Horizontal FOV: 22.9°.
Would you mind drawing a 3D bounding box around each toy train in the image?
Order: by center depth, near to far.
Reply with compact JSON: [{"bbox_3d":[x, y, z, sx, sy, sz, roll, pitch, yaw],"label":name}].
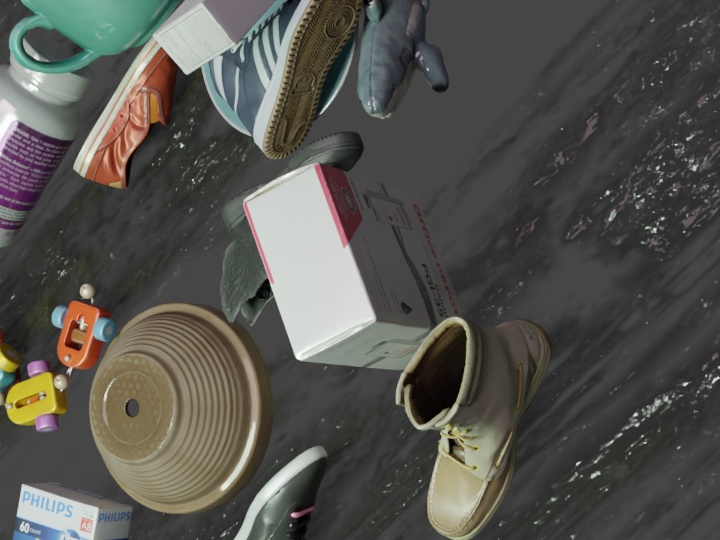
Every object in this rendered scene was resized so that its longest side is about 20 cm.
[{"bbox_3d":[-0.323,0.081,1.780,0.199,0.056,0.151,9,86,33],"label":"toy train"}]

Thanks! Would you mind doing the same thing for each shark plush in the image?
[{"bbox_3d":[0.030,-0.234,1.581,0.090,0.083,0.202,8,91,30],"label":"shark plush"}]

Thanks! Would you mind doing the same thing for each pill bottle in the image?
[{"bbox_3d":[-0.349,-0.133,1.777,0.112,0.112,0.201,42,107,25],"label":"pill bottle"}]

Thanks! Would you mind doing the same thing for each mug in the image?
[{"bbox_3d":[-0.243,-0.272,1.705,0.114,0.152,0.185,36,119,-19],"label":"mug"}]

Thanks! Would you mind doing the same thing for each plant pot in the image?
[{"bbox_3d":[-0.187,0.130,1.677,0.200,0.093,0.203,-2,86,29],"label":"plant pot"}]

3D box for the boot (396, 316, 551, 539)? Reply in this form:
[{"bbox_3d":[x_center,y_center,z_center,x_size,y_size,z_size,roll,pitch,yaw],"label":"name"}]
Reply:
[{"bbox_3d":[0.079,0.133,1.485,0.072,0.154,0.201,25,99,29],"label":"boot"}]

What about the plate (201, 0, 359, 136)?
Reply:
[{"bbox_3d":[-0.072,-0.222,1.661,0.199,0.025,0.202,-4,84,40],"label":"plate"}]

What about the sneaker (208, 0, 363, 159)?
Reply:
[{"bbox_3d":[-0.072,-0.210,1.585,0.109,0.070,0.201,47,129,32],"label":"sneaker"}]

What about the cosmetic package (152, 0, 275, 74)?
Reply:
[{"bbox_3d":[-0.090,-0.257,1.540,0.051,0.200,0.082,49,144,-18],"label":"cosmetic package"}]

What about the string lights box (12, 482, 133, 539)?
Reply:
[{"bbox_3d":[-0.294,0.318,1.744,0.102,0.059,0.202,11,92,31],"label":"string lights box"}]

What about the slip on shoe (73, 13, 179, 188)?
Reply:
[{"bbox_3d":[-0.206,-0.168,1.730,0.061,0.074,0.201,31,98,-5],"label":"slip on shoe"}]

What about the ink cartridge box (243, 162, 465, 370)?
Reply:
[{"bbox_3d":[0.000,0.000,1.516,0.082,0.200,0.147,-27,74,22],"label":"ink cartridge box"}]

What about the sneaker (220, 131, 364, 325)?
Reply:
[{"bbox_3d":[-0.060,-0.038,1.636,0.199,0.060,0.105,-31,71,30],"label":"sneaker"}]

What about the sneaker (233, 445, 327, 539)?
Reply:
[{"bbox_3d":[-0.062,0.257,1.612,0.099,0.071,0.201,42,113,24],"label":"sneaker"}]
